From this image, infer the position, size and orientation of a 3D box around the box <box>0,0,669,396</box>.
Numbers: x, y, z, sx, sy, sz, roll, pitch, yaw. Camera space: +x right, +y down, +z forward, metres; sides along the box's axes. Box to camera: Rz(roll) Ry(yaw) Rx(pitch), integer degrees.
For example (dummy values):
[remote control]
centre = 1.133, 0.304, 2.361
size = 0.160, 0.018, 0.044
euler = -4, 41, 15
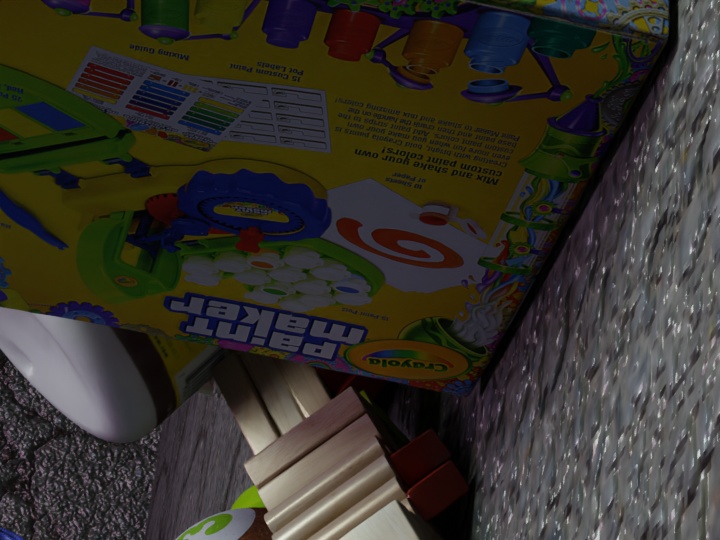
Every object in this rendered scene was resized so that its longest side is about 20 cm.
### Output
[box]
centre = -0.034, -0.075, 0.563
size = 0.193, 0.198, 0.123
euler = 113, 166, -55

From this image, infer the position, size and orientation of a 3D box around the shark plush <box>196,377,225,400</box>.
[shark plush]
centre = -0.053, 0.005, 0.852
size = 0.201, 0.082, 0.092
euler = -93, 16, -61

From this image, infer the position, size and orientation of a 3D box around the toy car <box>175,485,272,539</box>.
[toy car]
centre = -0.112, 0.161, 0.779
size = 0.164, 0.198, 0.159
euler = -92, 14, -75

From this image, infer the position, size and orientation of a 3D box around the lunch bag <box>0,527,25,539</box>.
[lunch bag]
centre = -0.098, 0.192, 0.646
size = 0.094, 0.199, 0.152
euler = -10, -60, -51

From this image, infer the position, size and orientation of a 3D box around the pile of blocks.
[pile of blocks]
centre = 0.007, 0.079, 0.636
size = 0.062, 0.082, 0.200
euler = -35, 27, 5

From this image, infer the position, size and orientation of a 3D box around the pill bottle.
[pill bottle]
centre = -0.053, -0.036, 0.728
size = 0.200, 0.109, 0.109
euler = -42, -7, -22
